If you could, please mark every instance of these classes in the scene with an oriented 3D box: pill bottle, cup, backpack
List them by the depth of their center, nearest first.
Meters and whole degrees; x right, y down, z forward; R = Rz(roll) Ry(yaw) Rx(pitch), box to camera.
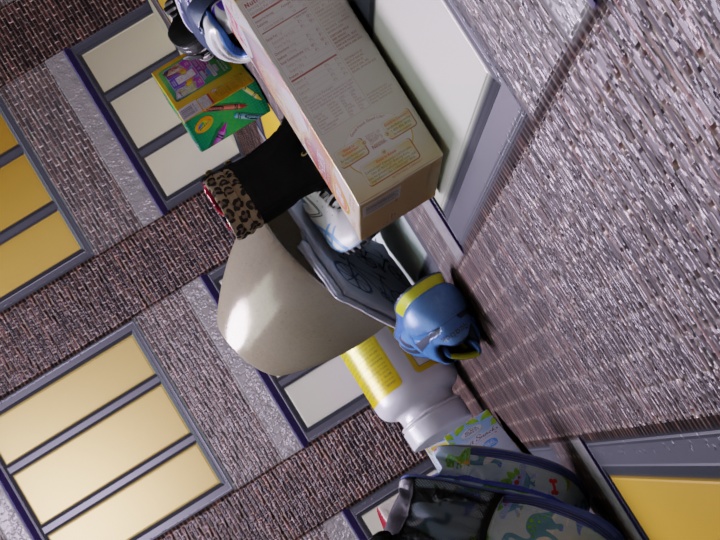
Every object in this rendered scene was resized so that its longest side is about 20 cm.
[{"bbox_3d":[0.135,0.245,1.324,0.199,0.147,0.183,11,154,24],"label":"backpack"},{"bbox_3d":[-0.078,0.031,1.659,0.200,0.143,0.200,38,-162,-14],"label":"cup"},{"bbox_3d":[0.046,0.110,1.779,0.200,0.111,0.111,58,176,15],"label":"pill bottle"}]

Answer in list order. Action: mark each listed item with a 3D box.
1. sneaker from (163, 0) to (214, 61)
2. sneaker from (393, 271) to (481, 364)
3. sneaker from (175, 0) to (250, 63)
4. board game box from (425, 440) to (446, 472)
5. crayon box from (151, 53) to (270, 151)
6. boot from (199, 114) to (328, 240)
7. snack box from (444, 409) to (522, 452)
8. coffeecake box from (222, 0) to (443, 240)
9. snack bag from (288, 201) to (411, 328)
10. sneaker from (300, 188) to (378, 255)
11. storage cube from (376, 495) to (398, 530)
[{"bbox_3d":[-0.226,-0.332,2.116,0.089,0.074,0.200,61,-175,-28],"label":"sneaker"},{"bbox_3d":[0.077,0.065,1.417,0.079,0.066,0.200,54,174,15],"label":"sneaker"},{"bbox_3d":[-0.158,-0.304,1.532,0.146,0.080,0.200,40,160,50],"label":"sneaker"},{"bbox_3d":[0.134,0.299,2.562,0.200,0.040,0.153,60,176,-13],"label":"board game box"},{"bbox_3d":[-0.221,-0.263,2.190,0.058,0.119,0.200,61,175,-36],"label":"crayon box"},{"bbox_3d":[-0.085,-0.112,1.460,0.073,0.150,0.200,61,175,-35],"label":"boot"},{"bbox_3d":[0.182,0.269,1.625,0.169,0.068,0.200,60,177,-26],"label":"snack box"},{"bbox_3d":[-0.023,-0.135,1.107,0.200,0.073,0.154,59,177,7],"label":"coffeecake box"},{"bbox_3d":[0.000,0.000,1.627,0.188,0.021,0.200,26,-160,-42],"label":"snack bag"},{"bbox_3d":[-0.026,-0.074,1.575,0.073,0.072,0.200,49,180,-26],"label":"sneaker"},{"bbox_3d":[0.150,0.392,2.040,0.171,0.199,0.180,54,168,51],"label":"storage cube"}]
